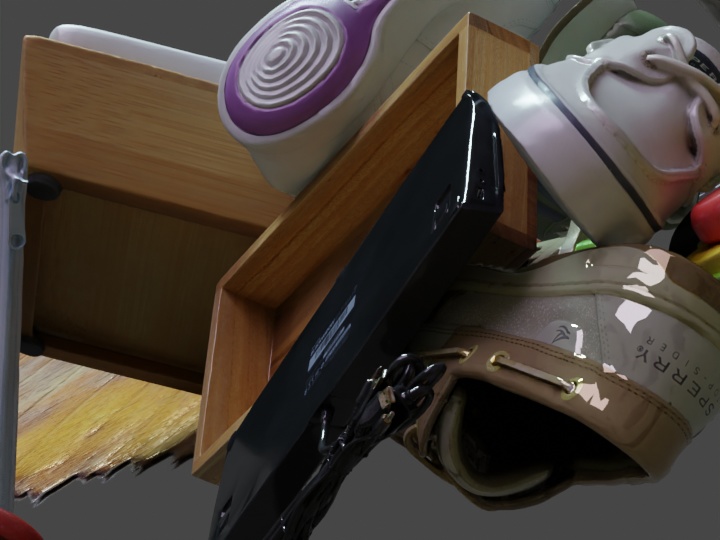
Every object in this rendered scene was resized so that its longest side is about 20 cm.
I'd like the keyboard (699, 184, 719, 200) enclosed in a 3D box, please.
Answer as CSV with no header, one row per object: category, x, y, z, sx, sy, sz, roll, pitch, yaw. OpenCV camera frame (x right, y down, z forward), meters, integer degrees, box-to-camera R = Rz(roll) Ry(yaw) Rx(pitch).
keyboard,0.148,-0.046,1.074,0.056,0.011,0.200,-34,10,-9

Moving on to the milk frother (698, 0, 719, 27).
milk frother,0.199,-0.191,0.893,0.180,0.200,0.188,-36,-23,12

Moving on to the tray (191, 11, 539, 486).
tray,0.000,0.000,0.804,0.200,0.037,0.099,-45,31,45

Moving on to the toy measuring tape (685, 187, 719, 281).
toy measuring tape,0.112,0.013,0.674,0.074,0.074,0.200,-35,3,-42

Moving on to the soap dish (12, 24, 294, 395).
soap dish,-0.093,-0.018,0.979,0.200,0.157,0.081,110,173,-57

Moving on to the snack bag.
snack bag,-0.167,0.047,0.926,0.021,0.190,0.200,3,-1,-13

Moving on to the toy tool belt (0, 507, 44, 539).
toy tool belt,-0.176,0.146,0.656,0.200,0.125,0.123,-21,41,49

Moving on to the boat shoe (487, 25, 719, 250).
boat shoe,0.097,-0.050,0.701,0.066,0.072,0.200,-40,-10,14

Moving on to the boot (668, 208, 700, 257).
boot,0.225,-0.056,0.717,0.200,0.069,0.188,-17,13,45

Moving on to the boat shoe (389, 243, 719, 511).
boat shoe,0.047,0.041,0.669,0.067,0.074,0.200,-57,14,-22

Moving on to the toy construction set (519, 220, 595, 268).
toy construction set,0.056,-0.008,0.889,0.200,0.092,0.131,-34,2,42

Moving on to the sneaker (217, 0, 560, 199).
sneaker,0.032,-0.104,0.865,0.200,0.075,0.100,-36,-33,-5

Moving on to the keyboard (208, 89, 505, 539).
keyboard,-0.005,0.041,0.695,0.200,0.021,0.127,-56,15,37

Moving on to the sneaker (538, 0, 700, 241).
sneaker,0.112,-0.043,0.963,0.067,0.090,0.200,-41,-16,-29
